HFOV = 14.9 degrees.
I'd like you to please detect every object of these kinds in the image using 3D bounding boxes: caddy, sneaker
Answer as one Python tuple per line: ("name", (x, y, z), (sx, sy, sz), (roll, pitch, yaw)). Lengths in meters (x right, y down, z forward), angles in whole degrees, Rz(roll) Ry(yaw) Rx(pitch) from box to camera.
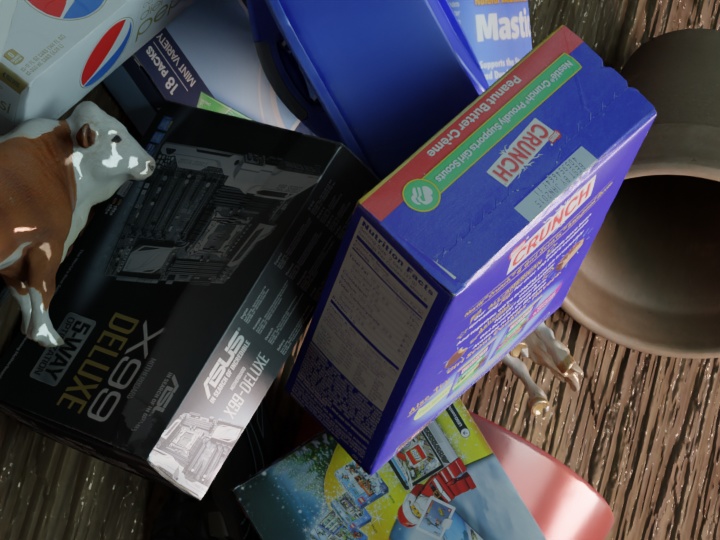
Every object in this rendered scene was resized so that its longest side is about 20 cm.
("caddy", (-0.004, -0.126, 1.515), (0.200, 0.105, 0.141), (60, 10, -25))
("sneaker", (-0.078, 0.129, 1.597), (0.079, 0.075, 0.201), (-6, 95, -50))

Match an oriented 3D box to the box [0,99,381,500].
("box", (-0.096, 0.012, 1.486), (0.050, 0.158, 0.200), (42, 73, -39))

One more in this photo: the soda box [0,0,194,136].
("soda box", (-0.146, -0.154, 1.505), (0.200, 0.068, 0.064), (-45, 166, -35))

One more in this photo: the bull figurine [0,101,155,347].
("bull figurine", (-0.193, -0.017, 1.408), (0.200, 0.065, 0.122), (-12, 98, -38))

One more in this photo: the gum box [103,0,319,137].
("gum box", (-0.056, -0.133, 1.646), (0.170, 0.044, 0.200), (55, 51, -33))

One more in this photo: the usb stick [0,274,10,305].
("usb stick", (-0.199, -0.001, 1.482), (0.033, 0.055, 0.200), (34, 55, 6))

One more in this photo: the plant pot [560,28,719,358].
("plant pot", (0.224, -0.066, 1.877), (0.200, 0.200, 0.175), (48, 37, -36))

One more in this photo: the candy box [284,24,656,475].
("candy box", (0.055, -0.008, 1.449), (0.077, 0.200, 0.169), (43, 59, 12))

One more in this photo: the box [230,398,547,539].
("box", (0.036, 0.171, 1.538), (0.136, 0.038, 0.200), (-31, 88, -5))

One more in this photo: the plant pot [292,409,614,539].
("plant pot", (0.025, 0.183, 1.642), (0.200, 0.200, 0.178), (39, 72, -41))

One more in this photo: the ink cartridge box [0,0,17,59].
("ink cartridge box", (-0.285, -0.136, 1.314), (0.200, 0.146, 0.085), (28, 70, -44))

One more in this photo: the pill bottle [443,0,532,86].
("pill bottle", (0.044, -0.169, 1.642), (0.112, 0.112, 0.201), (-12, 99, -48))

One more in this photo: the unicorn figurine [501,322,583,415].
("unicorn figurine", (0.070, 0.013, 1.755), (0.074, 0.138, 0.200), (-32, 147, 0))
